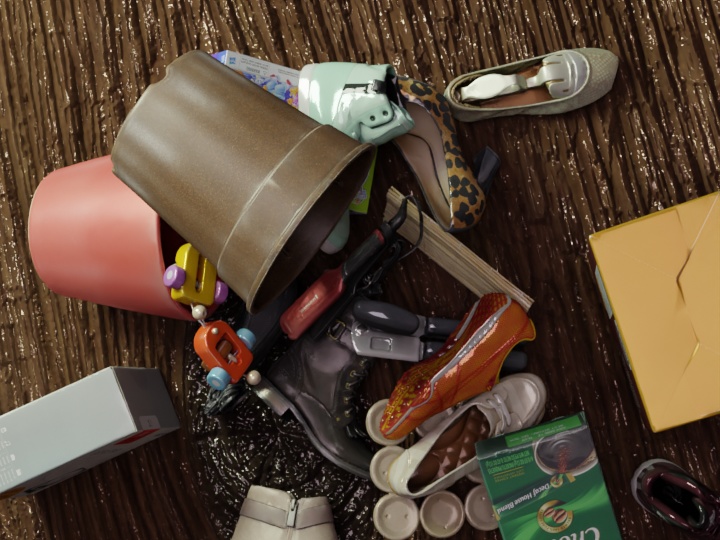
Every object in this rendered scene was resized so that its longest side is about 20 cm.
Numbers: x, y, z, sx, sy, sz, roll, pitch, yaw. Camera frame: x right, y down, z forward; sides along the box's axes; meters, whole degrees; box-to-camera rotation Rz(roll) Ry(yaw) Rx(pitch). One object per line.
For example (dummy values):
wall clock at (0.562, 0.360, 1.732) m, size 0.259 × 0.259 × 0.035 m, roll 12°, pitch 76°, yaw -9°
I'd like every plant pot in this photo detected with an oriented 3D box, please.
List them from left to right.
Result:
plant pot at (-0.254, -0.044, 1.433) m, size 0.176 × 0.200 × 0.203 m, roll -1°, pitch 84°, yaw 20°
plant pot at (-0.121, -0.097, 1.256) m, size 0.198 × 0.200 × 0.201 m, roll 37°, pitch 92°, yaw 5°

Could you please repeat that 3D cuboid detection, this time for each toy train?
toy train at (-0.139, 0.021, 1.356) m, size 0.055 × 0.150 × 0.201 m, roll -15°, pitch 36°, yaw 43°

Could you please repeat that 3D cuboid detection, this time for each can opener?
can opener at (0.085, 0.074, 1.393) m, size 0.198 × 0.066 × 0.053 m, roll 9°, pitch 74°, yaw -9°

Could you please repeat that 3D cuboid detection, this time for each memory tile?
memory tile at (0.107, 0.207, 1.397) m, size 0.198 × 0.017 × 0.155 m, roll -5°, pitch 84°, yaw -7°

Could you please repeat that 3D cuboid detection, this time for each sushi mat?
sushi mat at (0.102, -0.013, 1.405) m, size 0.200 × 0.096 × 0.012 m, roll 39°, pitch 76°, yaw 11°

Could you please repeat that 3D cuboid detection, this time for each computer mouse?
computer mouse at (-0.112, 0.070, 1.433) m, size 0.052 × 0.138 × 0.202 m, roll 21°, pitch 75°, yaw -10°

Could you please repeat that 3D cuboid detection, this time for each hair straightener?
hair straightener at (0.000, 0.000, 1.387) m, size 0.200 × 0.077 × 0.041 m, roll -50°, pitch 58°, yaw 14°

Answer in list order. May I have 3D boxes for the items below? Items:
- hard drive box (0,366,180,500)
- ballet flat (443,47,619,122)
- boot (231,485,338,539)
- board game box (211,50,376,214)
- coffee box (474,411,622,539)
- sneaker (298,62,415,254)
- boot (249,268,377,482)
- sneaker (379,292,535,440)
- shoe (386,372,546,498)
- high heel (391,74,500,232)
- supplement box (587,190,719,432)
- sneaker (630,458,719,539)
hard drive box at (-0.320, 0.179, 1.430) m, size 0.199 × 0.156 × 0.077 m, roll -25°, pitch 81°, yaw 8°
ballet flat at (0.188, -0.202, 1.422) m, size 0.198 × 0.062 × 0.068 m, roll -14°, pitch 82°, yaw 8°
boot at (-0.121, 0.312, 1.433) m, size 0.198 × 0.070 × 0.148 m, roll 3°, pitch 79°, yaw 9°
board game box at (-0.076, -0.147, 1.414) m, size 0.198 × 0.045 × 0.136 m, roll 11°, pitch 86°, yaw -29°
coffee box at (0.204, 0.256, 1.347) m, size 0.122 × 0.044 × 0.202 m, roll -16°, pitch 107°, yaw 6°
sneaker at (-0.002, -0.119, 1.356) m, size 0.117 × 0.074 × 0.203 m, roll -2°, pitch 92°, yaw 25°
boot at (-0.007, 0.116, 1.428) m, size 0.200 × 0.069 × 0.174 m, roll 40°, pitch 84°, yaw 4°
sneaker at (0.101, 0.113, 1.348) m, size 0.200 × 0.073 × 0.077 m, roll -43°, pitch 111°, yaw 12°
shoe at (0.118, 0.177, 1.366) m, size 0.199 × 0.053 × 0.070 m, roll -35°, pitch 88°, yaw -9°
high heel at (0.056, -0.129, 1.381) m, size 0.199 × 0.143 × 0.071 m, roll 35°, pitch 132°, yaw -6°
supplement box at (0.321, 0.049, 1.304) m, size 0.132 × 0.200 × 0.199 m, roll -18°, pitch 82°, yaw 8°
sneaker at (0.366, 0.264, 1.319) m, size 0.199 × 0.115 × 0.076 m, roll 28°, pitch 90°, yaw 12°
